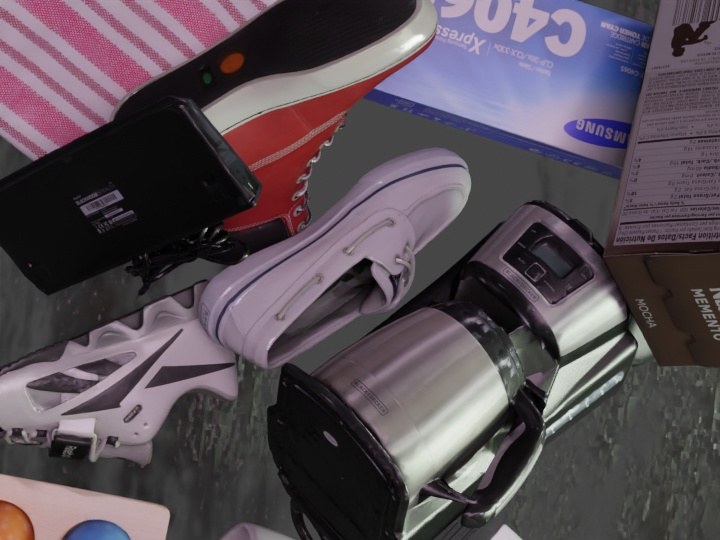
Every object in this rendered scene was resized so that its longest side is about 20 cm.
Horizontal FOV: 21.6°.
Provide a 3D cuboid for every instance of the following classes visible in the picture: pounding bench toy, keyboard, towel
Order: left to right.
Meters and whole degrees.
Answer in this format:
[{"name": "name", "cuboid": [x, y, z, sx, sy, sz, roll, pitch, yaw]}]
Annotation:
[{"name": "pounding bench toy", "cuboid": [-0.217, 0.176, 1.049, 0.199, 0.156, 0.125, 12, 80, -6]}, {"name": "towel", "cuboid": [-0.147, -0.146, 1.098, 0.146, 0.030, 0.200, 37, 106, -18]}, {"name": "keyboard", "cuboid": [-0.132, -0.038, 1.085, 0.104, 0.200, 0.040, 55, 44, -17]}]

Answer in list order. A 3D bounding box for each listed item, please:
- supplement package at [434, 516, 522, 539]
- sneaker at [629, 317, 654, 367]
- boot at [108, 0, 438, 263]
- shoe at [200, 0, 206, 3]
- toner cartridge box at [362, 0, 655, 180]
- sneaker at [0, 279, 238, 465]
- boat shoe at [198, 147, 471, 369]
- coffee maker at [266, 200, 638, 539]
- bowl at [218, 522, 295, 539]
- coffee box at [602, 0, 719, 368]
[{"name": "supplement package", "cuboid": [0.091, 0.270, 1.130, 0.200, 0.111, 0.156, 45, 81, -6]}, {"name": "sneaker", "cuboid": [0.240, -0.003, 1.162, 0.200, 0.112, 0.073, -42, 123, -10]}, {"name": "boot", "cuboid": [-0.029, -0.082, 1.112, 0.199, 0.073, 0.144, -26, 136, 9]}, {"name": "shoe", "cuboid": [-0.156, -0.194, 1.135, 0.091, 0.072, 0.200, -38, 117, 23]}, {"name": "toner cartridge box", "cuboid": [0.103, -0.128, 1.186, 0.199, 0.043, 0.095, 16, 85, -9]}, {"name": "sneaker", "cuboid": [-0.164, 0.083, 1.111, 0.199, 0.074, 0.089, -22, 89, -10]}, {"name": "boat shoe", "cuboid": [0.000, 0.000, 1.127, 0.200, 0.074, 0.067, -34, 54, -22]}, {"name": "coffee maker", "cuboid": [0.049, 0.071, 1.119, 0.200, 0.192, 0.135, -35, 89, -25]}, {"name": "bowl", "cuboid": [-0.059, 0.263, 1.047, 0.074, 0.200, 0.201, 12, 50, -25]}, {"name": "coffee box", "cuboid": [0.211, -0.056, 1.103, 0.079, 0.113, 0.201, -3, 53, 28]}]
